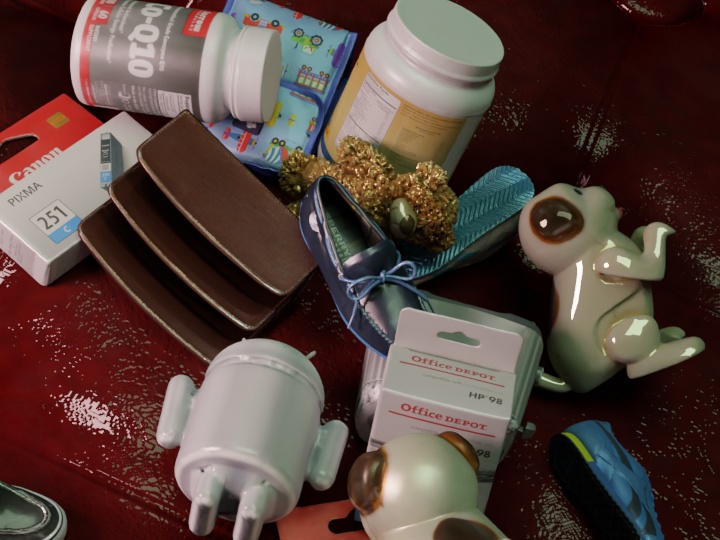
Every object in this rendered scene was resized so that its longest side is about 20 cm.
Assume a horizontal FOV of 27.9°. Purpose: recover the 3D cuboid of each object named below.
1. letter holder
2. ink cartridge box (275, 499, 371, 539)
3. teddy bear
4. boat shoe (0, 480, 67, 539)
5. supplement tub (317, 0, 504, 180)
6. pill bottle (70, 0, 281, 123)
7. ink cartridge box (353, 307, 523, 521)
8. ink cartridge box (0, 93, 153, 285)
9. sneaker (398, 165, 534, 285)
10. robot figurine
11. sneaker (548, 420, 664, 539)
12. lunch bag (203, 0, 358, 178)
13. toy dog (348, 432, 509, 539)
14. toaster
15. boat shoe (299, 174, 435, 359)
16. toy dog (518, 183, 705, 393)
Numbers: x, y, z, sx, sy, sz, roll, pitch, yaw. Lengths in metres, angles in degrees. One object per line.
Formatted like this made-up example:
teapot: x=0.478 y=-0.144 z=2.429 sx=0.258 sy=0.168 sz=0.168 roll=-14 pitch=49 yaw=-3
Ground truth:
letter holder: x=-0.155 y=-0.026 z=1.390 sx=0.200 sy=0.101 sz=0.142 roll=44 pitch=54 yaw=3
ink cartridge box: x=0.026 y=0.278 z=1.261 sx=0.161 sy=0.050 sz=0.201 roll=-5 pitch=57 yaw=-21
teddy bear: x=-0.002 y=-0.063 z=1.448 sx=0.199 sy=0.146 sz=0.067 roll=26 pitch=14 yaw=24
boat shoe: x=-0.343 y=0.191 z=1.208 sx=0.198 sy=0.068 sz=0.074 roll=15 pitch=50 yaw=-4
supplement tub: x=0.052 y=-0.170 z=1.510 sx=0.144 sy=0.201 sz=0.145 roll=18 pitch=36 yaw=-14
pill bottle: x=-0.187 y=-0.214 z=1.492 sx=0.198 sy=0.114 sz=0.114 roll=9 pitch=49 yaw=7
ink cartridge box: x=0.067 y=0.140 z=1.267 sx=0.115 sy=0.201 sz=0.067 roll=13 pitch=36 yaw=3
ink cartridge box: x=-0.307 y=-0.099 z=1.467 sx=0.176 sy=0.045 sz=0.200 roll=38 pitch=52 yaw=13
sneaker: x=0.094 y=-0.029 z=1.513 sx=0.199 sy=0.081 sz=0.077 roll=-27 pitch=63 yaw=-10
robot figurine: x=-0.097 y=0.143 z=1.289 sx=0.168 sy=0.113 sz=0.201 roll=19 pitch=50 yaw=-3
sneaker: x=0.257 y=0.225 z=1.360 sx=0.078 sy=0.066 sz=0.201 roll=-12 pitch=56 yaw=-29
lunch bag: x=-0.108 y=-0.183 z=1.579 sx=0.149 sy=0.094 sz=0.201 roll=20 pitch=63 yaw=2
toy dog: x=0.060 y=0.228 z=1.159 sx=0.138 sy=0.195 sz=0.201 roll=-17 pitch=58 yaw=-14
toaster: x=0.073 y=0.103 z=1.373 sx=0.198 sy=0.114 sz=0.130 roll=16 pitch=52 yaw=-1
boat shoe: x=0.000 y=0.000 z=1.327 sx=0.084 sy=0.069 sz=0.200 roll=-31 pitch=69 yaw=-25
toy dog: x=0.229 y=0.008 z=1.455 sx=0.193 sy=0.140 sz=0.201 roll=-21 pitch=92 yaw=11
